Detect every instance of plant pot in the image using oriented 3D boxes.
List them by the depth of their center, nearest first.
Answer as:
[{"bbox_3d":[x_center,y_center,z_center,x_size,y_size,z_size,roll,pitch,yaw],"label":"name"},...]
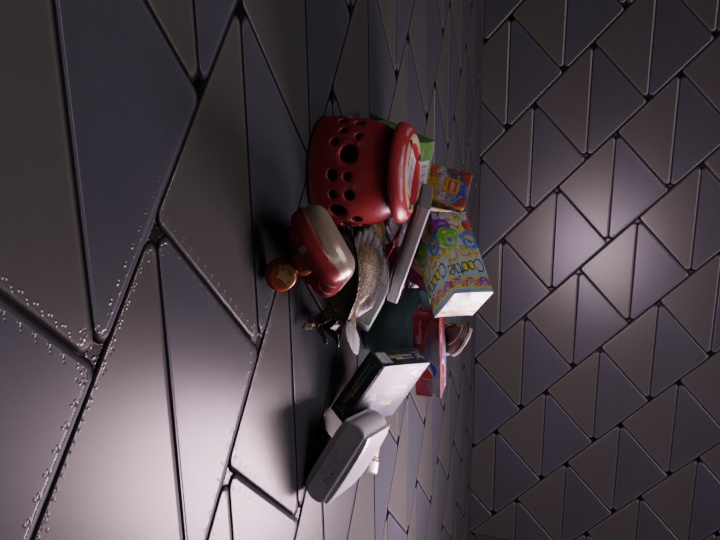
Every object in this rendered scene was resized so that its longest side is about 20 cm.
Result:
[{"bbox_3d":[0.015,-0.179,1.309,0.200,0.177,0.207,5,90,-75],"label":"plant pot"},{"bbox_3d":[0.083,0.137,1.672,0.200,0.130,0.207,4,90,-72],"label":"plant pot"}]

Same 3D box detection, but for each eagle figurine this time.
[{"bbox_3d":[-0.026,0.029,1.263,0.149,0.201,0.152,31,14,-32],"label":"eagle figurine"}]

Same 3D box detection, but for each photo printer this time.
[{"bbox_3d":[-0.018,0.359,1.396,0.169,0.069,0.199,-58,164,7],"label":"photo printer"}]

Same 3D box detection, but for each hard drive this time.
[{"bbox_3d":[0.097,-0.054,1.389,0.133,0.026,0.204,-73,-178,-64],"label":"hard drive"}]

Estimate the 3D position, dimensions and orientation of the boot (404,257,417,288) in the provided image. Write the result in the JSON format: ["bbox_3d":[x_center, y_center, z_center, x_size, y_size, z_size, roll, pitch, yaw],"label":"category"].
[{"bbox_3d":[0.188,0.029,1.804,0.071,0.128,0.202,-76,-173,-47],"label":"boot"}]

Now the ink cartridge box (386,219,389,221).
[{"bbox_3d":[0.038,-0.190,1.521,0.045,0.091,0.203,77,24,-45],"label":"ink cartridge box"}]

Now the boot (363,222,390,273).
[{"bbox_3d":[0.000,0.000,1.502,0.201,0.064,0.180,-53,140,-57],"label":"boot"}]

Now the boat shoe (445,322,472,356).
[{"bbox_3d":[0.209,0.156,1.657,0.073,0.059,0.200,-56,180,-11],"label":"boat shoe"}]

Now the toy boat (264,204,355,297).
[{"bbox_3d":[-0.091,-0.014,1.104,0.132,0.129,0.200,58,-16,6],"label":"toy boat"}]

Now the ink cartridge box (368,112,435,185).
[{"bbox_3d":[0.057,-0.243,1.451,0.058,0.198,0.106,-15,126,-40],"label":"ink cartridge box"}]

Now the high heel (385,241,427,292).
[{"bbox_3d":[0.148,-0.005,1.607,0.067,0.194,0.099,-49,148,-67],"label":"high heel"}]

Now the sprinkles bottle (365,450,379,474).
[{"bbox_3d":[0.020,0.357,1.618,0.068,0.066,0.206,52,44,-65],"label":"sprinkles bottle"}]

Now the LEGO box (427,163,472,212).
[{"bbox_3d":[0.169,-0.185,1.610,0.200,0.145,0.079,21,84,-85],"label":"LEGO box"}]

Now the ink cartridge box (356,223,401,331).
[{"bbox_3d":[0.046,0.021,1.421,0.203,0.049,0.161,-59,176,-8],"label":"ink cartridge box"}]

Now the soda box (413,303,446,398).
[{"bbox_3d":[0.157,0.181,1.596,0.070,0.062,0.206,-50,139,-62],"label":"soda box"}]

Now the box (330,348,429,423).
[{"bbox_3d":[0.046,0.241,1.494,0.198,0.051,0.159,8,122,-55],"label":"box"}]

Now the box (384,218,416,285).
[{"bbox_3d":[0.087,-0.090,1.723,0.202,0.042,0.163,61,33,-43],"label":"box"}]

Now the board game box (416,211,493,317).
[{"bbox_3d":[0.197,-0.015,1.544,0.104,0.102,0.205,124,-42,-52],"label":"board game box"}]
